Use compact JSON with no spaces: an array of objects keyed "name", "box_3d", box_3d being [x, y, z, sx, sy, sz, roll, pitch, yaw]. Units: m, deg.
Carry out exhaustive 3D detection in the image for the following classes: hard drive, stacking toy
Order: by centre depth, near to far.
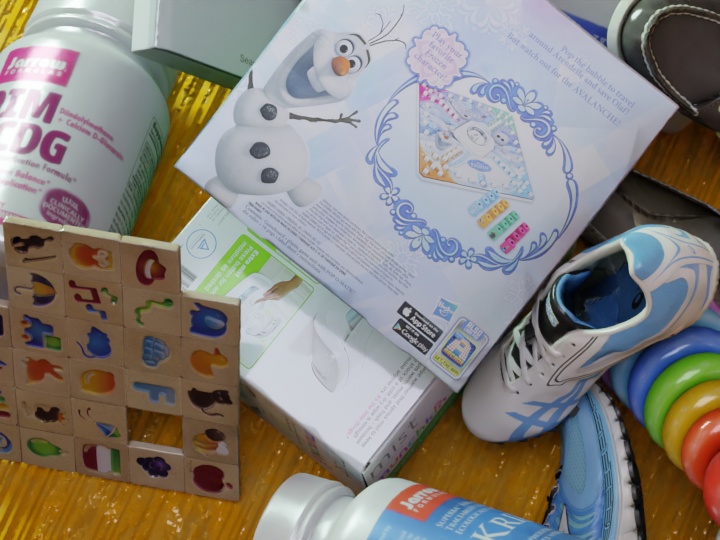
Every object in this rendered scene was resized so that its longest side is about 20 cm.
[{"name":"stacking toy","box_3d":[0.192,0.077,1.477,0.085,0.086,0.200,-24,37,-3]},{"name":"hard drive","box_3d":[-0.081,-0.214,1.603,0.027,0.132,0.202,-5,77,37]}]

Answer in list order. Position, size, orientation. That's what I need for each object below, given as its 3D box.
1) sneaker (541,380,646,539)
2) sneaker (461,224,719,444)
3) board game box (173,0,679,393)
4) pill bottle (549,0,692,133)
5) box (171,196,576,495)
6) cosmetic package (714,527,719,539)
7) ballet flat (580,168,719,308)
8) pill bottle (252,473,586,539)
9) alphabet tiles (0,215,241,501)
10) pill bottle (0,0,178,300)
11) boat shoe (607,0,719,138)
[{"name":"sneaker","box_3d":[0.116,0.155,1.513,0.089,0.078,0.201,-4,71,9]},{"name":"sneaker","box_3d":[0.114,0.033,1.480,0.072,0.200,0.072,15,52,-33]},{"name":"board game box","box_3d":[0.036,-0.073,1.465,0.200,0.043,0.199,39,91,-2]},{"name":"pill bottle","box_3d":[0.108,-0.149,1.563,0.199,0.112,0.113,19,73,-18]},{"name":"box","box_3d":[0.000,0.000,1.556,0.176,0.097,0.200,37,79,13]},{"name":"cosmetic package","box_3d":[0.246,0.179,1.495,0.112,0.081,0.201,23,77,11]},{"name":"ballet flat","box_3d":[0.168,-0.031,1.580,0.199,0.046,0.068,33,79,13]},{"name":"pill bottle","box_3d":[0.042,0.178,1.449,0.199,0.112,0.113,17,74,23]},{"name":"alphabet tiles","box_3d":[-0.149,0.050,1.509,0.166,0.201,0.008,10,45,7]},{"name":"pill bottle","box_3d":[-0.178,-0.066,1.563,0.113,0.114,0.201,13,58,8]},{"name":"boat shoe","box_3d":[0.220,-0.107,1.523,0.060,0.201,0.072,33,97,46]}]
